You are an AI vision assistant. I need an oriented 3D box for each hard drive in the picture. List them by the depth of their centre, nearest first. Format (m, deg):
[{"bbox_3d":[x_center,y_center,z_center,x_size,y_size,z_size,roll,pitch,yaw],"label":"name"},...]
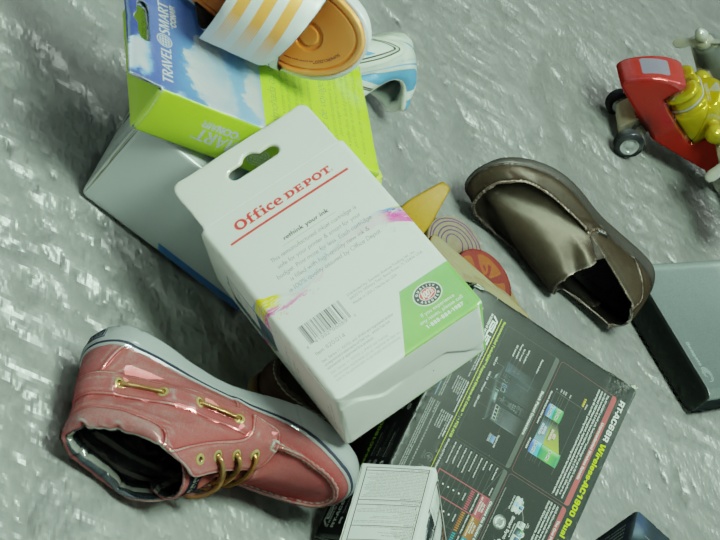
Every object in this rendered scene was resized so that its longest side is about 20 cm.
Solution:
[{"bbox_3d":[0.323,0.056,1.864,0.200,0.033,0.140,-4,59,-50],"label":"hard drive"}]

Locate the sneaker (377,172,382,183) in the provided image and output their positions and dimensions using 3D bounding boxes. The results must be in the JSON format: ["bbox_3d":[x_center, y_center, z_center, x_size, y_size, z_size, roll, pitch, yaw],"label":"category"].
[{"bbox_3d":[0.000,0.000,1.487,0.090,0.078,0.200,24,45,-15],"label":"sneaker"}]

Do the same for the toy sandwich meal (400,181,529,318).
[{"bbox_3d":[0.074,0.017,1.587,0.205,0.070,0.205,30,37,-25],"label":"toy sandwich meal"}]

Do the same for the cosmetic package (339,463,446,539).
[{"bbox_3d":[0.028,0.216,1.231,0.083,0.051,0.200,-70,157,-48],"label":"cosmetic package"}]

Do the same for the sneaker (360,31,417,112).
[{"bbox_3d":[-0.031,-0.163,1.662,0.200,0.072,0.073,0,82,-40],"label":"sneaker"}]

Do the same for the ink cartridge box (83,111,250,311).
[{"bbox_3d":[-0.095,-0.089,1.492,0.145,0.084,0.200,37,35,-12],"label":"ink cartridge box"}]

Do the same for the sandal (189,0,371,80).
[{"bbox_3d":[-0.092,-0.187,1.379,0.207,0.079,0.059,32,33,3],"label":"sandal"}]

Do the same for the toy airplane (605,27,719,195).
[{"bbox_3d":[0.352,-0.143,2.006,0.200,0.141,0.199,54,33,10],"label":"toy airplane"}]

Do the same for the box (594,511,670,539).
[{"bbox_3d":[0.191,0.293,1.401,0.148,0.107,0.200,41,34,-11],"label":"box"}]

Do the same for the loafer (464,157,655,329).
[{"bbox_3d":[0.172,-0.022,1.737,0.200,0.073,0.071,34,36,-19],"label":"loafer"}]

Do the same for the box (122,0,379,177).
[{"bbox_3d":[-0.085,-0.127,1.422,0.200,0.048,0.122,20,40,-29],"label":"box"}]

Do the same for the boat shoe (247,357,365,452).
[{"bbox_3d":[0.019,0.107,1.434,0.200,0.070,0.070,28,38,-26],"label":"boat shoe"}]

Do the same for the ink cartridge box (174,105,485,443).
[{"bbox_3d":[-0.022,-0.002,1.347,0.200,0.117,0.067,51,-13,28],"label":"ink cartridge box"}]

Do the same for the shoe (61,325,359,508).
[{"bbox_3d":[-0.094,0.118,1.297,0.200,0.071,0.091,30,38,-15],"label":"shoe"}]

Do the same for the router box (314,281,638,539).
[{"bbox_3d":[0.080,0.129,1.390,0.150,0.062,0.200,33,73,-21],"label":"router box"}]
